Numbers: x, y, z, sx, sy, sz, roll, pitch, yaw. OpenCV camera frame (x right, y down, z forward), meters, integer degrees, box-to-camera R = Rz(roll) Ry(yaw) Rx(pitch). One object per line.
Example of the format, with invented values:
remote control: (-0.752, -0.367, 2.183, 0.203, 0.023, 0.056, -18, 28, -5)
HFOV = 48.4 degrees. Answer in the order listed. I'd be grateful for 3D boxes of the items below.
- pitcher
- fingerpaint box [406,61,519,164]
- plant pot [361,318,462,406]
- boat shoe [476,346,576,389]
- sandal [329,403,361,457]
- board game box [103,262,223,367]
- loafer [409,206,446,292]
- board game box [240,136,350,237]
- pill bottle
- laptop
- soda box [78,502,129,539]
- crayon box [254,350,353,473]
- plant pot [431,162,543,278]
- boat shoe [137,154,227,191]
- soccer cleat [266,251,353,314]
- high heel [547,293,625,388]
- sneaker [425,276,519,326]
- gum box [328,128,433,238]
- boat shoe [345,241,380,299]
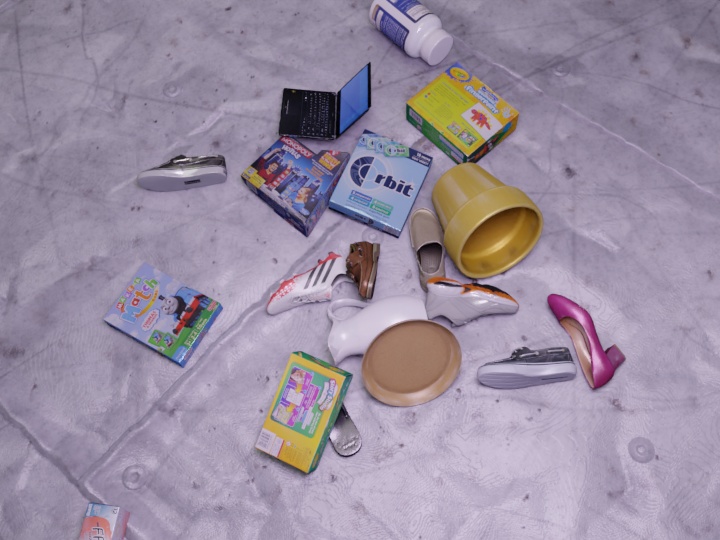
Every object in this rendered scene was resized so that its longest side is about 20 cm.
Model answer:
pitcher: (0.032, 0.103, 1.617, 0.199, 0.121, 0.172, -13, 43, 2)
fingerpaint box: (0.230, -0.352, 1.826, 0.167, 0.073, 0.200, -41, 70, -13)
plant pot: (0.097, 0.175, 1.550, 0.200, 0.200, 0.028, -15, 30, -4)
boat shoe: (0.324, 0.187, 1.586, 0.199, 0.072, 0.071, -1, 56, -8)
sandal: (-0.061, 0.271, 1.576, 0.076, 0.043, 0.200, -35, 68, -12)
board game box: (-0.414, 0.091, 1.682, 0.200, 0.037, 0.151, 26, 70, 15)
loafer: (0.147, -0.054, 1.697, 0.075, 0.068, 0.200, -9, 65, -1)
board game box: (-0.125, -0.210, 1.789, 0.200, 0.062, 0.200, 38, 71, 19)
pill bottle: (0.123, -0.582, 1.916, 0.111, 0.111, 0.200, -39, 69, -14)
laptop: (-0.080, -0.390, 1.820, 0.199, 0.103, 0.178, 4, 48, -4)
soda box: (-0.484, 0.533, 1.466, 0.063, 0.068, 0.200, 5, 65, 6)
crayon box: (-0.107, 0.269, 1.532, 0.119, 0.058, 0.200, 22, 91, 15)
plant pot: (0.246, -0.118, 1.663, 0.200, 0.201, 0.189, -24, 52, -8)
boat shoe: (-0.403, -0.225, 1.812, 0.199, 0.071, 0.064, -6, 66, -8)
soccer cleat: (-0.103, 0.040, 1.672, 0.200, 0.069, 0.085, -34, 64, -16)
high heel: (0.429, 0.137, 1.592, 0.096, 0.067, 0.200, -38, 72, -24)
sneaker: (0.224, 0.074, 1.643, 0.199, 0.076, 0.092, 11, 105, -8)
gum box: (0.046, -0.194, 1.768, 0.170, 0.045, 0.200, 24, 68, 4)
boat shoe: (0.000, 0.000, 1.639, 0.068, 0.072, 0.200, 11, 23, -2)
